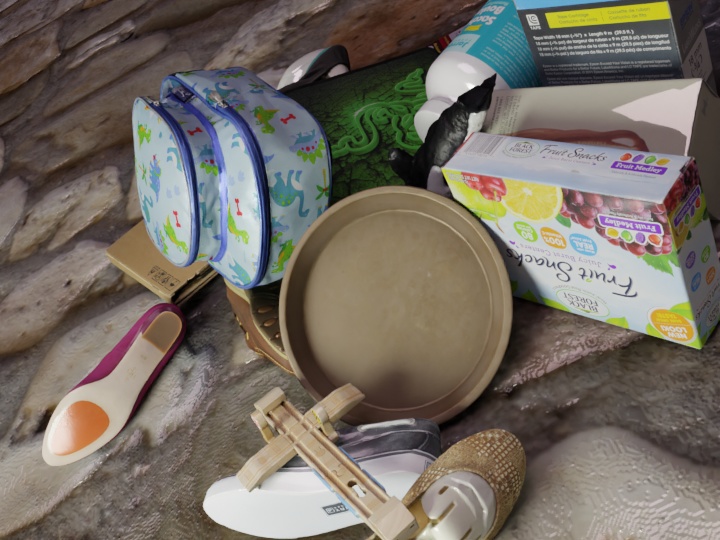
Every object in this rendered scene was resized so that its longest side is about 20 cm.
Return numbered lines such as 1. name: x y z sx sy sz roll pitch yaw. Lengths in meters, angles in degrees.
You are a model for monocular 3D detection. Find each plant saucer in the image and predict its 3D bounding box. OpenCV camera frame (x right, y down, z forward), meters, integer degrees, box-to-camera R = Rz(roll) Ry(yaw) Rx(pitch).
1. plant saucer: 0.028 0.032 0.733 0.195 0.029 0.205 -2 83 13

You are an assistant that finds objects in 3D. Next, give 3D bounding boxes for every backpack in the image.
1. backpack: -0.124 -0.081 0.833 0.145 0.187 0.199 -18 35 -34

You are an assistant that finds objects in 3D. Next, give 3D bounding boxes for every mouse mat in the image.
1. mouse mat: 0.027 -0.145 0.913 0.197 0.008 0.163 -20 70 -17

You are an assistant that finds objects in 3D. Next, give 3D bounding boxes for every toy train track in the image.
1. toy train track: -0.028 0.129 0.635 0.114 0.033 0.199 -37 35 -17

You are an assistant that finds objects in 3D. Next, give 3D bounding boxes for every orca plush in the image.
1. orca plush: 0.057 -0.091 0.790 0.070 0.201 0.107 14 60 -4

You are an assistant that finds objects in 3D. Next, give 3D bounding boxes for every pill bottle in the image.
1. pill bottle: 0.139 -0.200 0.884 0.110 0.111 0.201 20 63 47

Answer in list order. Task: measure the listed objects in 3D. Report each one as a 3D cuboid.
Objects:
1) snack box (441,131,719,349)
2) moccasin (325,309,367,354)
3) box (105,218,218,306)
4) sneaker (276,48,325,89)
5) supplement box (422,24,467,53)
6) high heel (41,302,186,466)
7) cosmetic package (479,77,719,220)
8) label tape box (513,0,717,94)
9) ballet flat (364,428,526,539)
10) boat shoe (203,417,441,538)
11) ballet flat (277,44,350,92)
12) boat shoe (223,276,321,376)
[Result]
1. snack box: 0.170 -0.028 0.683 0.198 0.143 0.053 17 57 47
2. moccasin: 0.000 0.000 0.832 0.067 0.081 0.202 -24 39 15
3. box: -0.209 -0.042 1.075 0.163 0.021 0.199 -42 36 -19
4. sneaker: -0.082 -0.194 1.130 0.200 0.075 0.088 -48 51 -9
5. supplement box: 0.059 -0.194 1.018 0.197 0.061 0.110 -27 37 8
6. high heel: -0.255 0.120 0.931 0.200 0.068 0.096 -45 9 -9
7. cosmetic package: 0.204 -0.101 0.756 0.197 0.103 0.089 5 78 42
8. label tape box: 0.226 -0.202 0.783 0.142 0.202 0.064 10 51 42
9. ballet flat: 0.042 0.189 0.597 0.200 0.071 0.065 -45 -1 -4
10. boat shoe: -0.030 0.156 0.690 0.196 0.072 0.069 -17 40 20
11. ballet flat: -0.049 -0.187 0.984 0.067 0.069 0.200 23 47 21
12. boat shoe: -0.079 0.050 0.852 0.071 0.069 0.200 -12 28 -22
